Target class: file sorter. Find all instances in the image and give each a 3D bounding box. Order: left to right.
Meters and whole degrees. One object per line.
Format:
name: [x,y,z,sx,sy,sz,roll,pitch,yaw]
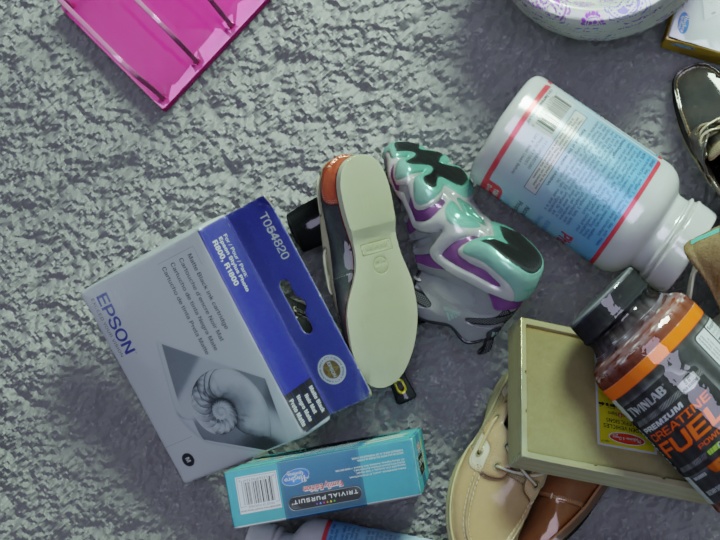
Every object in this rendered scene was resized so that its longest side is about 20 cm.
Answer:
file sorter: [-0.166,-0.272,1.287,0.139,0.125,0.200,44,90,6]

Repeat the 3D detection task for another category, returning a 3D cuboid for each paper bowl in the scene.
paper bowl: [0.210,-0.300,1.260,0.198,0.104,0.204,-2,83,13]

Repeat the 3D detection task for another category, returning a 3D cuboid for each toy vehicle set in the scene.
toy vehicle set: [0.219,0.119,1.220,0.198,0.027,0.126,13,61,-15]

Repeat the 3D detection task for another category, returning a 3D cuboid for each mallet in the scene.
mallet: [-0.009,0.028,1.300,0.065,0.041,0.202,-18,89,2]

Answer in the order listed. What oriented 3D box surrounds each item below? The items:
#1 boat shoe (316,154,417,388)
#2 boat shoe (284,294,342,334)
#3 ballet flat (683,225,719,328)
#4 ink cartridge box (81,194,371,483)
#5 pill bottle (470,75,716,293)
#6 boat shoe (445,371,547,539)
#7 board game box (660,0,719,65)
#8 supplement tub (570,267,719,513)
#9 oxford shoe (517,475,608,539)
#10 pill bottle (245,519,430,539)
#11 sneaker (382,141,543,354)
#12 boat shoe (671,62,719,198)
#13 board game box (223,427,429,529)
boat shoe: [0.000,0.000,1.254,0.070,0.062,0.203,-11,94,-30]
boat shoe: [-0.097,0.039,1.292,0.199,0.060,0.074,34,90,6]
ballet flat: [0.311,0.047,1.217,0.071,0.068,0.201,-10,125,19]
ink cartridge box: [-0.118,0.064,1.245,0.199,0.041,0.201,-26,96,28]
pill bottle: [0.202,-0.070,1.251,0.199,0.109,0.109,35,89,6]
boat shoe: [0.126,0.157,1.219,0.071,0.065,0.202,27,58,-11]
board game box: [0.384,-0.245,1.282,0.198,0.040,0.155,18,88,6]
supplement tub: [0.263,0.093,1.172,0.107,0.107,0.200,-44,85,1]
oxford shoe: [0.175,0.190,1.259,0.071,0.071,0.200,43,79,9]
pill bottle: [-0.003,0.274,1.237,0.197,0.109,0.110,10,87,5]
sneaker: [0.062,-0.010,1.279,0.200,0.077,0.141,52,127,34]
boat shoe: [0.323,-0.102,1.237,0.074,0.073,0.202,-29,63,11]
board game box: [-0.021,0.170,1.206,0.149,0.200,0.048,-10,85,4]
